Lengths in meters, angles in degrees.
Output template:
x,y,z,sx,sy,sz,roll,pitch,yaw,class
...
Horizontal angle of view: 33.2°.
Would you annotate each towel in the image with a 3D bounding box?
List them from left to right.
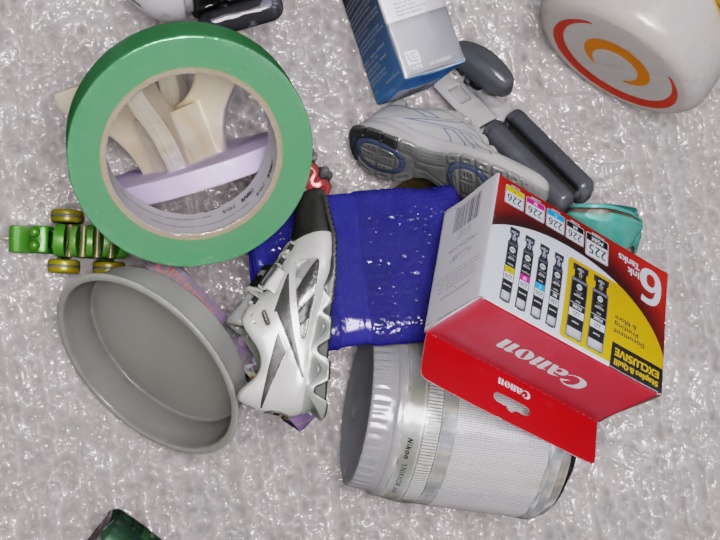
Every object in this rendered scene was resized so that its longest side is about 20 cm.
x,y,z,sx,sy,sz,roll,pitch,yaw,class
0.000,0.000,1.093,0.200,0.050,0.148,-5,75,-8,towel

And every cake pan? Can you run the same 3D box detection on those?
x,y,z,sx,sy,sz,roll,pitch,yaw,class
-0.183,0.077,1.080,0.200,0.200,0.037,47,49,-5,cake pan

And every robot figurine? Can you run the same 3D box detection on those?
x,y,z,sx,sy,sz,roll,pitch,yaw,class
-0.132,-0.305,1.125,0.200,0.150,0.125,-19,125,-10,robot figurine

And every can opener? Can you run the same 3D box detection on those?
x,y,z,sx,sy,sz,roll,pitch,yaw,class
0.147,-0.142,1.164,0.053,0.067,0.200,-30,63,-23,can opener

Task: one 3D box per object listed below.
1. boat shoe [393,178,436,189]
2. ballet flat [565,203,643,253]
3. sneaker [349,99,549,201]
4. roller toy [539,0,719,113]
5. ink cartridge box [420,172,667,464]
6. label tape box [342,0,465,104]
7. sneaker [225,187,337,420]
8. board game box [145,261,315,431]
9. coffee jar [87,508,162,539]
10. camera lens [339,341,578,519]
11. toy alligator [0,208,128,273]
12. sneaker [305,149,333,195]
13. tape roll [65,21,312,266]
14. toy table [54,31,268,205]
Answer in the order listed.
x,y,z,sx,sy,sz,roll,pitch,yaw,class
0.115,-0.069,1.195,0.201,0.063,0.073,-22,56,-15,boat shoe
0.234,-0.028,1.147,0.067,0.200,0.070,8,95,19,ballet flat
0.091,-0.115,1.147,0.200,0.075,0.087,25,53,17,sneaker
0.280,-0.255,1.158,0.182,0.200,0.140,34,82,-1,roller toy
0.162,0.045,1.040,0.200,0.084,0.176,27,53,-21,ink cartridge box
0.024,-0.269,1.137,0.066,0.143,0.200,-17,91,-9,label tape box
-0.066,0.022,1.014,0.088,0.074,0.200,6,73,-7,sneaker
-0.122,0.064,1.115,0.032,0.120,0.200,-44,96,-14,board game box
-0.174,0.314,1.116,0.200,0.085,0.104,33,83,-8,coffee jar
0.093,0.142,1.129,0.200,0.160,0.160,10,87,-9,camera lens
-0.283,-0.028,1.123,0.200,0.054,0.059,3,87,-10,toy alligator
-0.034,-0.022,1.158,0.098,0.071,0.200,-40,93,-9,sneaker
-0.141,-0.102,1.001,0.200,0.048,0.200,-6,116,-12,tape roll
-0.168,-0.135,1.095,0.200,0.184,0.117,-19,105,-3,toy table
